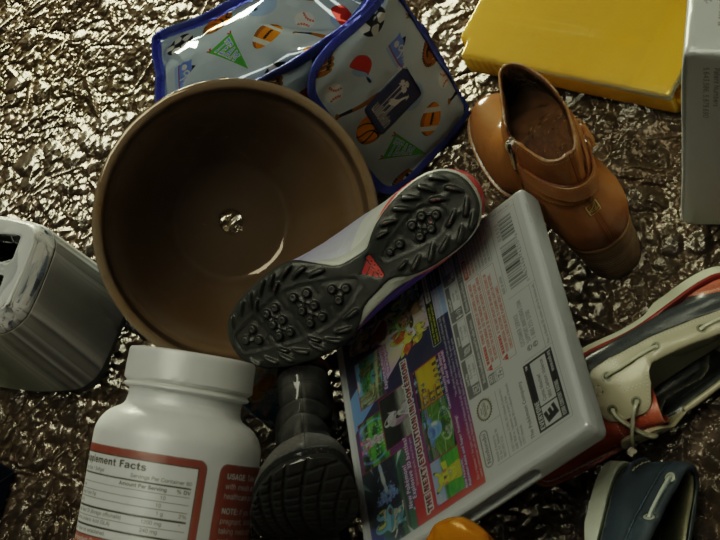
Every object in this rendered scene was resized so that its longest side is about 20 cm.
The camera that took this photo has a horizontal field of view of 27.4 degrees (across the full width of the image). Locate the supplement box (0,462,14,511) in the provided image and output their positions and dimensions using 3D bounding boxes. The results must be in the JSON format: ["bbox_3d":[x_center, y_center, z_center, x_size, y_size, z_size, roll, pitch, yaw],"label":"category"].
[{"bbox_3d":[-0.416,0.218,1.158,0.199,0.134,0.201,1,63,29],"label":"supplement box"}]

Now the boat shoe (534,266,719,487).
[{"bbox_3d":[0.183,0.075,0.947,0.200,0.071,0.063,-37,36,-4],"label":"boat shoe"}]

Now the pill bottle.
[{"bbox_3d":[-0.125,0.154,0.958,0.112,0.112,0.201,5,82,31],"label":"pill bottle"}]

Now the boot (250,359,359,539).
[{"bbox_3d":[-0.039,0.114,0.976,0.069,0.200,0.132,-2,61,-4],"label":"boot"}]

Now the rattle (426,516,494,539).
[{"bbox_3d":[0.036,0.265,0.882,0.200,0.143,0.130,-43,69,-8],"label":"rattle"}]

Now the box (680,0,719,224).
[{"bbox_3d":[0.276,-0.158,0.942,0.130,0.200,0.200,4,62,14],"label":"box"}]

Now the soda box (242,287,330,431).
[{"bbox_3d":[-0.114,0.036,1.145,0.068,0.064,0.200,-47,50,-5],"label":"soda box"}]

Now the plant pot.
[{"bbox_3d":[-0.090,-0.034,1.053,0.201,0.201,0.093,-45,9,-2],"label":"plant pot"}]

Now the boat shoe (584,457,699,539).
[{"bbox_3d":[0.167,0.206,0.884,0.062,0.075,0.201,-10,48,37],"label":"boat shoe"}]

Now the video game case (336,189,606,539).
[{"bbox_3d":[0.062,0.070,0.949,0.182,0.023,0.201,-38,40,27],"label":"video game case"}]

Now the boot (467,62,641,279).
[{"bbox_3d":[0.120,-0.096,1.034,0.074,0.155,0.200,-40,51,0],"label":"boot"}]

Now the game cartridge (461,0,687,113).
[{"bbox_3d":[0.192,-0.216,1.150,0.199,0.032,0.177,18,72,38],"label":"game cartridge"}]

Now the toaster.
[{"bbox_3d":[-0.283,0.027,1.203,0.199,0.129,0.114,5,66,31],"label":"toaster"}]

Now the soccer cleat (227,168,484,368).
[{"bbox_3d":[0.000,0.000,0.994,0.200,0.073,0.068,-36,88,14],"label":"soccer cleat"}]

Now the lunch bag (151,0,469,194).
[{"bbox_3d":[-0.034,-0.132,1.132,0.199,0.170,0.124,-22,52,15],"label":"lunch bag"}]
